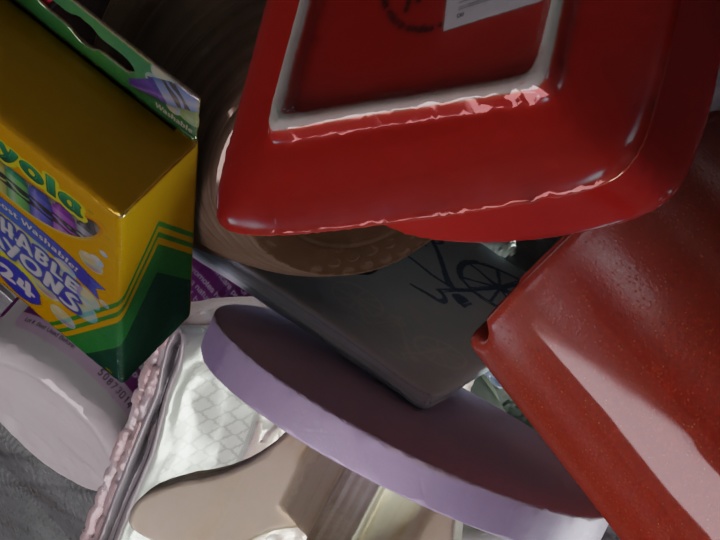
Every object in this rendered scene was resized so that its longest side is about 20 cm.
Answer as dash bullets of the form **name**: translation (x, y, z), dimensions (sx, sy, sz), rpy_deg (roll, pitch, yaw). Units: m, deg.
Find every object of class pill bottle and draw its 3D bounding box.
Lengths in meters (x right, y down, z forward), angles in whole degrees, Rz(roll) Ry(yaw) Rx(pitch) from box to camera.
- **pill bottle**: translation (-0.103, 0.011, 1.431), dimensions (0.112, 0.200, 0.112), rpy_deg (32, 154, 18)

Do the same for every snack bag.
- **snack bag**: translation (0.000, 0.000, 1.321), dimensions (0.188, 0.200, 0.021), rpy_deg (33, 114, 14)

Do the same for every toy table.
- **toy table**: translation (0.000, 0.111, 1.236), dimensions (0.200, 0.117, 0.184), rpy_deg (31, -164, 18)

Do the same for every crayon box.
- **crayon box**: translation (-0.132, -0.045, 1.161), dimensions (0.126, 0.052, 0.200), rpy_deg (38, 156, 13)

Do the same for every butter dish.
- **butter dish**: translation (0.069, -0.083, 1.059), dimensions (0.199, 0.201, 0.148), rpy_deg (-7, 148, 38)

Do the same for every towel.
- **towel**: translation (-0.039, 0.097, 1.388), dimensions (0.032, 0.190, 0.200), rpy_deg (56, 136, 42)

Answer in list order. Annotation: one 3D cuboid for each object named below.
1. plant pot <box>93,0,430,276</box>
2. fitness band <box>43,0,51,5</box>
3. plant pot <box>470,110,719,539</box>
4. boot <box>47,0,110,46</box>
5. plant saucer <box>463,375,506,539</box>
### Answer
- **plant pot**: translation (-0.011, -0.065, 1.173), dimensions (0.093, 0.200, 0.201), rpy_deg (-110, -4, -49)
- **fitness band**: translation (-0.189, -0.193, 1.423), dimensions (0.200, 0.037, 0.144), rpy_deg (37, 152, 5)
- **plant pot**: translation (0.163, 0.051, 1.158), dimensions (0.195, 0.201, 0.201), rpy_deg (47, 155, 6)
- **boot**: translation (-0.083, -0.125, 1.224), dimensions (0.072, 0.166, 0.200), rpy_deg (52, 153, -16)
- **plant saucer**: translation (0.023, 0.070, 1.526), dimensions (0.200, 0.050, 0.200), rpy_deg (32, 154, 18)
